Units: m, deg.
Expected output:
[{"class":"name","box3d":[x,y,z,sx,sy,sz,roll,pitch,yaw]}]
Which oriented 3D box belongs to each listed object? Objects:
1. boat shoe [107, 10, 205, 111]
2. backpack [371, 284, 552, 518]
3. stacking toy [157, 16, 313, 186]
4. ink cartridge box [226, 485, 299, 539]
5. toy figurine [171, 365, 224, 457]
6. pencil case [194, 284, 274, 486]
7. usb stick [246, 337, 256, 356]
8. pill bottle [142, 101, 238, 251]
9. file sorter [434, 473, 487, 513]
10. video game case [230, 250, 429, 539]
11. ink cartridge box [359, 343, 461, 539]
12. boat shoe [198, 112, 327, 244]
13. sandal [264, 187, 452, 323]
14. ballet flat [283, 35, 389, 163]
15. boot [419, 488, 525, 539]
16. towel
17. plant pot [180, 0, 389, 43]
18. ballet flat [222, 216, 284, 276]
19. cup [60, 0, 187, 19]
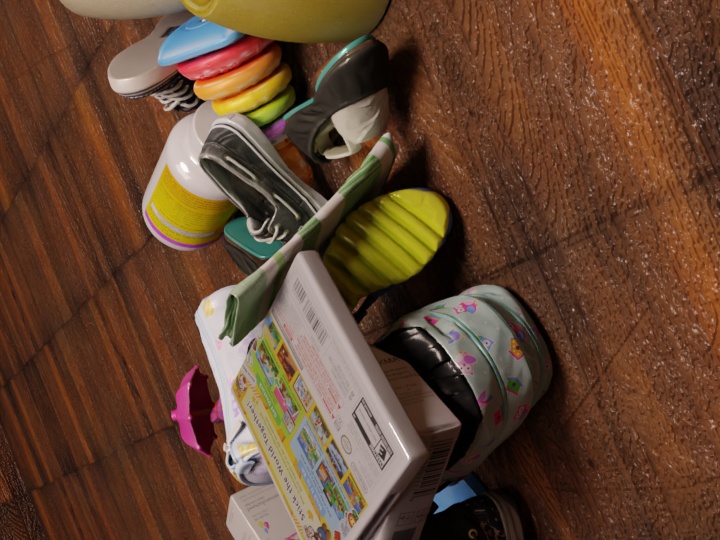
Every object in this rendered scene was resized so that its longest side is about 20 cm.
[{"class":"boat shoe","box3d":[-0.195,-0.198,1.214,0.074,0.200,0.093,-1,120,18]},{"class":"backpack","box3d":[0.067,0.097,0.996,0.167,0.126,0.200,51,147,8]},{"class":"stacking toy","box3d":[-0.099,-0.163,1.148,0.109,0.116,0.200,-11,119,35]},{"class":"ink cartridge box","box3d":[-0.057,0.332,1.358,0.200,0.116,0.067,50,145,29]},{"class":"toy figurine","box3d":[-0.105,0.136,1.247,0.200,0.184,0.151,-3,106,59]},{"class":"pencil case","box3d":[-0.104,0.111,1.143,0.083,0.090,0.200,103,155,-51]},{"class":"usb stick","box3d":[-0.038,0.138,1.040,0.200,0.033,0.056,47,146,28]},{"class":"pill bottle","box3d":[-0.172,-0.106,1.284,0.104,0.104,0.200,62,150,12]},{"class":"file sorter","box3d":[0.022,0.256,1.174,0.139,0.122,0.200,48,144,31]},{"class":"video game case","box3d":[-0.032,0.117,0.929,0.200,0.023,0.182,60,139,31]},{"class":"ink cartridge box","box3d":[-0.009,0.129,0.957,0.200,0.057,0.163,51,135,46]},{"class":"boat shoe","box3d":[-0.087,-0.059,1.134,0.200,0.071,0.072,47,145,-21]},{"class":"sandal","box3d":[0.000,0.000,1.033,0.200,0.087,0.080,-40,84,15]},{"class":"ballet flat","box3d":[-0.011,-0.142,1.028,0.069,0.068,0.200,60,160,0]},{"class":"boot","box3d":[0.077,0.307,1.037,0.073,0.153,0.204,-16,79,64]},{"class":"towel","box3d":[-0.046,-0.024,1.011,0.023,0.200,0.153,43,159,6]},{"class":"plant pot","box3d":[-0.085,-0.280,0.992,0.200,0.142,0.201,38,138,44]},{"class":"ballet flat","box3d":[-0.082,0.004,1.252,0.200,0.068,0.069,39,149,51]},{"class":"cup","box3d":[-0.188,-0.328,1.116,0.143,0.200,0.201,17,128,20]}]
